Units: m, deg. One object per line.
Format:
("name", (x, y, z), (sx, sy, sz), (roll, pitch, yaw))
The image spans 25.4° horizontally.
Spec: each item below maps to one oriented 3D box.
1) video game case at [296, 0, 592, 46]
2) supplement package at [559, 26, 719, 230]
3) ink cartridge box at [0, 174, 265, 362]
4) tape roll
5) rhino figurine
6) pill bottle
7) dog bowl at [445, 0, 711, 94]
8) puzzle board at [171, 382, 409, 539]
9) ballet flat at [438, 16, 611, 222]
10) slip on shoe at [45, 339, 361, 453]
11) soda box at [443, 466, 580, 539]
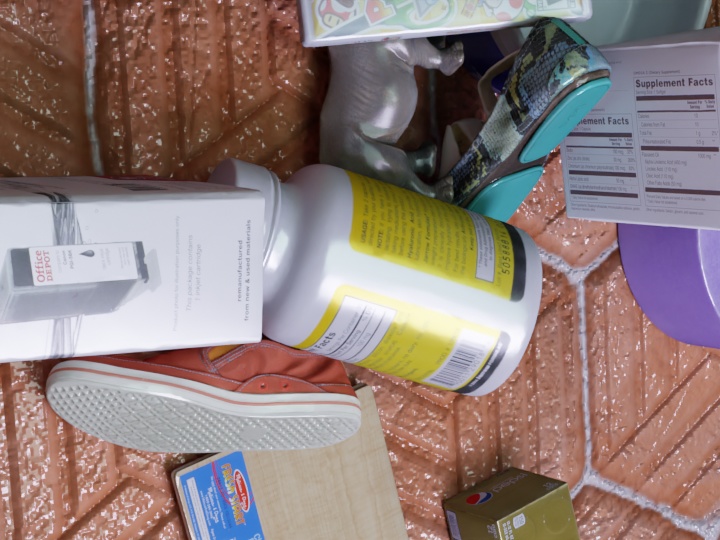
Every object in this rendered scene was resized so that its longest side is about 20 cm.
("video game case", (0.043, -0.243, 0.967), (0.181, 0.023, 0.202), (-7, 91, -10))
("supplement package", (0.249, -0.100, 1.011), (0.199, 0.155, 0.112), (-14, 101, -30))
("ink cartridge box", (-0.170, -0.005, 0.839), (0.199, 0.146, 0.084), (-3, 98, -33))
("tape roll", (0.292, -0.039, 1.188), (0.199, 0.085, 0.202), (-4, 97, -33))
("rhino figurine", (0.017, -0.140, 1.004), (0.087, 0.060, 0.202), (2, 92, -20))
("pill bottle", (0.000, 0.000, 0.963), (0.199, 0.111, 0.112), (17, 85, -22))
("dog bowl", (0.142, -0.211, 1.073), (0.199, 0.079, 0.202), (-4, 97, -34))
("puzzle board", (-0.034, 0.191, 1.029), (0.150, 0.017, 0.201), (-22, 106, -30))
("ballet flat", (0.090, -0.085, 1.018), (0.074, 0.200, 0.075), (17, 47, -20))
("slip on shoe", (-0.093, 0.069, 0.955), (0.199, 0.074, 0.062), (5, 57, -28))
("soda box", (0.121, 0.245, 1.110), (0.067, 0.064, 0.201), (-22, 107, -31))
